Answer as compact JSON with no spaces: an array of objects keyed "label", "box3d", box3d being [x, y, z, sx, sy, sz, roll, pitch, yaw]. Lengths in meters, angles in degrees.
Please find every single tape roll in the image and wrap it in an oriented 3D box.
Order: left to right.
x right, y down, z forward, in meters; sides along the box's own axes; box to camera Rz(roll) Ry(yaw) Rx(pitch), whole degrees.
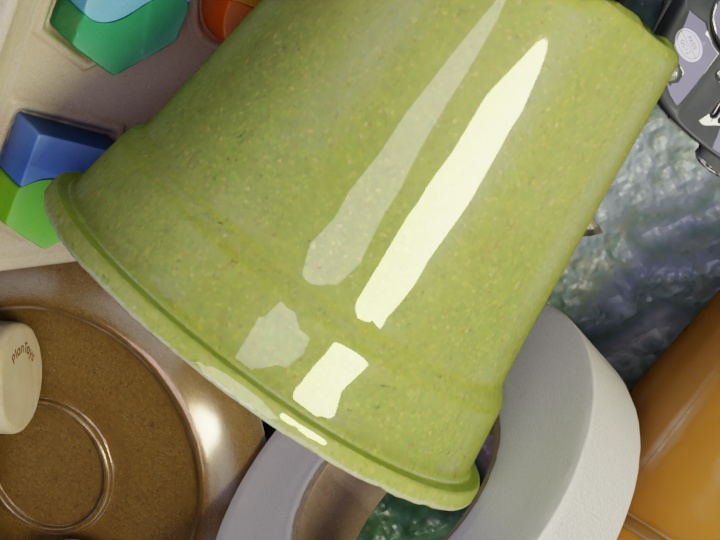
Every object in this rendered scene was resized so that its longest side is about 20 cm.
[{"label":"tape roll","box3d":[0.023,0.098,0.924,0.202,0.203,0.037,-36,121,14]}]

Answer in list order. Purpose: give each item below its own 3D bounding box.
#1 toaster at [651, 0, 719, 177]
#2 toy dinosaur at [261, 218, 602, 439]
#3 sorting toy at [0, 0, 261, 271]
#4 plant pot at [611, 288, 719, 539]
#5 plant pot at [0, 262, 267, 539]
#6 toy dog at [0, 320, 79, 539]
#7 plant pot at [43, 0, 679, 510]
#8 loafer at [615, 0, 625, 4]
[{"label":"toaster","box3d":[0.198,-0.128,0.905,0.113,0.129,0.201,34,106,-3]},{"label":"toy dinosaur","box3d":[0.000,0.000,1.004,0.199,0.048,0.088,-33,115,14]},{"label":"sorting toy","box3d":[-0.082,-0.076,0.906,0.036,0.199,0.186,40,122,27]},{"label":"plant pot","box3d":[0.177,0.099,0.946,0.199,0.200,0.184,30,89,-2]},{"label":"plant pot","box3d":[-0.138,0.086,1.029,0.199,0.027,0.202,6,107,19]},{"label":"toy dog","box3d":[-0.192,0.108,0.987,0.131,0.096,0.201,-16,100,24]},{"label":"plant pot","box3d":[0.014,-0.045,0.840,0.200,0.200,0.185,35,100,-3]},{"label":"loafer","box3d":[0.098,-0.151,0.941,0.073,0.071,0.200,40,105,-4]}]
